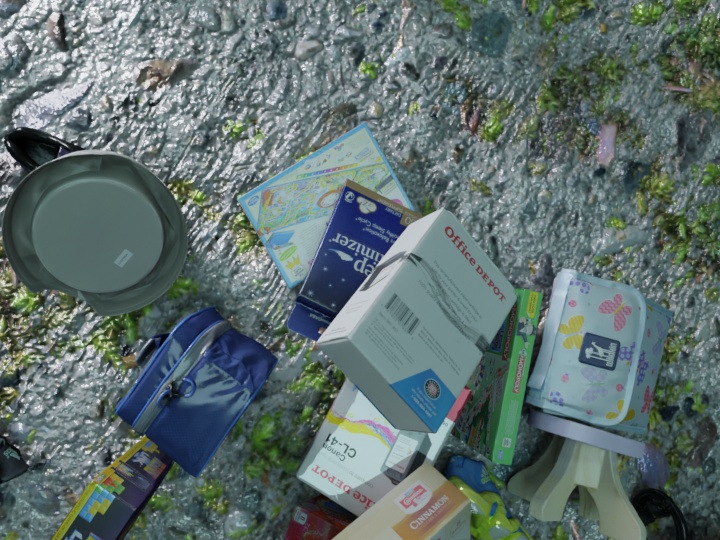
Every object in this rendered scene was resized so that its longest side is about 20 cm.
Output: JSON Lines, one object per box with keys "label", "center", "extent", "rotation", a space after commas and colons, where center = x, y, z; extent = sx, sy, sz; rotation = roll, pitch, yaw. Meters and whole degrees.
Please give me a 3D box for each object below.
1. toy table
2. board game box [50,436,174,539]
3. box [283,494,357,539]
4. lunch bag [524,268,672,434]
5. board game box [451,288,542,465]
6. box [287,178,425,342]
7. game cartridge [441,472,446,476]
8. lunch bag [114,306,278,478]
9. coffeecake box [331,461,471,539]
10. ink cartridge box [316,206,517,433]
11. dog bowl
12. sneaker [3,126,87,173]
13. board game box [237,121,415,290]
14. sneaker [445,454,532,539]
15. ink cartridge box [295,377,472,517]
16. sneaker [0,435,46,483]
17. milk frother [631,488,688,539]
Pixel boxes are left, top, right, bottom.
{"label": "toy table", "center": [0.275, 0.254, 0.761], "extent": [0.197, 0.183, 0.120], "rotation": [20, 82, -30]}
{"label": "board game box", "center": [-0.291, 0.289, 0.667], "extent": [0.056, 0.200, 0.167], "rotation": [35, 85, -3]}
{"label": "box", "center": [-0.058, 0.393, 0.731], "extent": [0.094, 0.100, 0.204], "rotation": [19, 85, 19]}
{"label": "lunch bag", "center": [0.294, 0.104, 0.752], "extent": [0.198, 0.126, 0.173], "rotation": [21, 84, -37]}
{"label": "board game box", "center": [0.168, 0.124, 0.762], "extent": [0.028, 0.134, 0.205], "rotation": [13, 87, -14]}
{"label": "box", "center": [0.000, 0.000, 0.736], "extent": [0.119, 0.032, 0.203], "rotation": [24, 69, -7]}
{"label": "game cartridge", "center": [0.082, 0.389, 0.796], "extent": [0.127, 0.038, 0.205], "rotation": [-16, 90, -12]}
{"label": "lunch bag", "center": [-0.189, 0.127, 0.686], "extent": [0.131, 0.200, 0.137], "rotation": [37, 90, -2]}
{"label": "coffeecake box", "center": [0.047, 0.342, 0.667], "extent": [0.152, 0.073, 0.204], "rotation": [-28, 129, -30]}
{"label": "ink cartridge box", "center": [0.069, 0.055, 0.681], "extent": [0.145, 0.083, 0.201], "rotation": [47, 61, -13]}
{"label": "dog bowl", "center": [-0.306, -0.047, 0.708], "extent": [0.195, 0.059, 0.204], "rotation": [-9, 120, -16]}
{"label": "sneaker", "center": [-0.334, -0.111, 0.731], "extent": [0.196, 0.088, 0.077], "rotation": [23, 85, -6]}
{"label": "board game box", "center": [-0.044, -0.085, 0.794], "extent": [0.198, 0.034, 0.136], "rotation": [-31, 92, -7]}
{"label": "sneaker", "center": [0.171, 0.312, 0.789], "extent": [0.075, 0.106, 0.201], "rotation": [-23, 125, 22]}
{"label": "ink cartridge box", "center": [0.029, 0.200, 0.755], "extent": [0.146, 0.086, 0.203], "rotation": [29, 81, 4]}
{"label": "sneaker", "center": [-0.442, 0.200, 0.719], "extent": [0.137, 0.078, 0.204], "rotation": [20, 95, -7]}
{"label": "milk frother", "center": [0.491, 0.383, 0.804], "extent": [0.185, 0.180, 0.204], "rotation": [12, 53, -40]}
